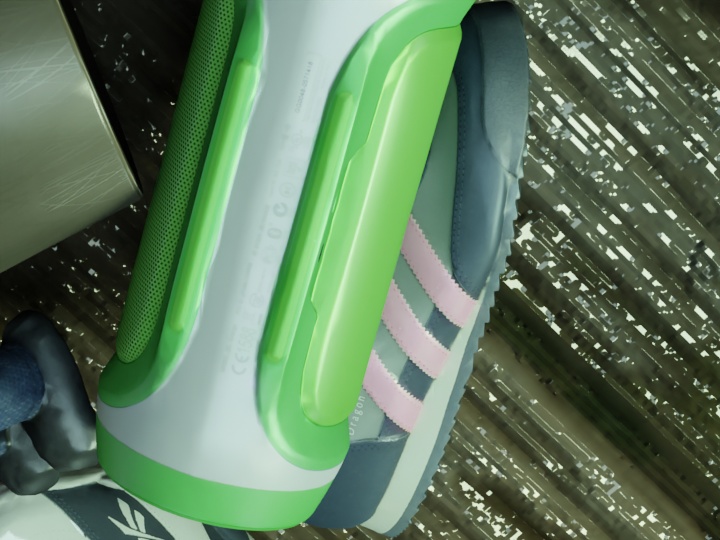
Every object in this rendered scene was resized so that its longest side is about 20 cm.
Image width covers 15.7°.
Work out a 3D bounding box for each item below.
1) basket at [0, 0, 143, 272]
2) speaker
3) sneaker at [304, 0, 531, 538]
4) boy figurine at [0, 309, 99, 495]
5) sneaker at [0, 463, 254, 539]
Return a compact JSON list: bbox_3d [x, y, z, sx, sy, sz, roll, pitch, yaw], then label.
[{"bbox_3d":[-0.178,-0.036,0.800,0.199,0.136,0.181,-22,149,-3],"label":"basket"},{"bbox_3d":[-0.023,-0.025,0.810,0.088,0.088,0.201,13,104,-13],"label":"speaker"},{"bbox_3d":[0.000,0.000,0.875,0.082,0.070,0.201,10,114,-14],"label":"sneaker"},{"bbox_3d":[-0.175,0.071,0.814,0.124,0.200,0.065,-29,88,49],"label":"boy figurine"},{"bbox_3d":[-0.047,0.147,0.904,0.199,0.130,0.080,40,94,-24],"label":"sneaker"}]
